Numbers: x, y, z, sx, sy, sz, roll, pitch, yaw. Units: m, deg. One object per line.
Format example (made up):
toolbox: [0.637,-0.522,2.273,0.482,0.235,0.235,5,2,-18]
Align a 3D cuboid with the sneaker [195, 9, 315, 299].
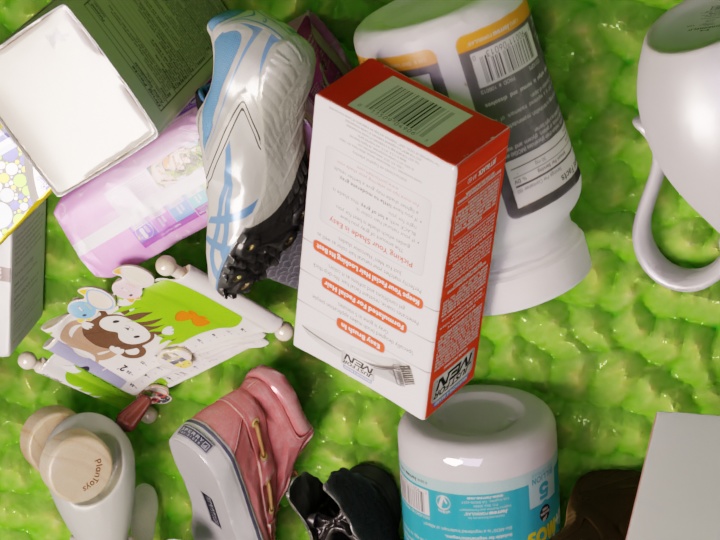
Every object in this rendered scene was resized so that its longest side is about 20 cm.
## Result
sneaker: [-0.072,-0.073,1.497,0.072,0.072,0.201,34,132,30]

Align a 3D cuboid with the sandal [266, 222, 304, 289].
sandal: [0.000,-0.001,1.625,0.200,0.043,0.076,34,116,-30]

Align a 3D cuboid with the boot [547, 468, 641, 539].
boot: [0.161,0.244,1.627,0.072,0.200,0.156,1,114,19]

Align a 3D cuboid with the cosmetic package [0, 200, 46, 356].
cosmetic package: [-0.281,-0.051,1.680,0.112,0.081,0.201,7,115,9]

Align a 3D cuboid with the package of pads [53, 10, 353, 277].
package of pads: [-0.100,-0.082,1.598,0.199,0.121,0.076,-29,109,24]

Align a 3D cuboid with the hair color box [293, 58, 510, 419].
hair color box: [0.023,-0.019,1.512,0.111,0.064,0.201,29,132,26]

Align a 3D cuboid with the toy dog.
toy dog: [-0.164,0.167,1.723,0.096,0.132,0.201,-31,134,-11]

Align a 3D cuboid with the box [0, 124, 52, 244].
box: [-0.278,-0.029,1.608,0.070,0.064,0.200,43,111,-10]

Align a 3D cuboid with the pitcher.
pitcher: [0.229,-0.071,1.531,0.171,0.121,0.201,-7,123,33]

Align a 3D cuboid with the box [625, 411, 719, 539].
box: [0.239,0.217,1.579,0.106,0.153,0.201,4,131,17]

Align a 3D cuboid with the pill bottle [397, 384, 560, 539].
pill bottle: [0.085,0.189,1.672,0.110,0.111,0.201,2,113,14]

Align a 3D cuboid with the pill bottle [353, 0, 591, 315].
pill bottle: [0.077,-0.081,1.556,0.116,0.116,0.201,-12,109,19]

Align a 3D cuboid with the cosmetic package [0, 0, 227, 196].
cosmetic package: [-0.159,-0.138,1.545,0.087,0.200,0.104,-30,101,23]

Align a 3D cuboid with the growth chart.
growth chart: [-0.145,0.047,1.653,0.144,0.018,0.200,23,144,-33]

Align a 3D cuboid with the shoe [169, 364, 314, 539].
shoe: [-0.073,0.155,1.720,0.071,0.091,0.201,33,152,32]

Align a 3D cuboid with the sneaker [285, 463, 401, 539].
sneaker: [0.003,0.218,1.707,0.060,0.104,0.201,-8,110,19]
